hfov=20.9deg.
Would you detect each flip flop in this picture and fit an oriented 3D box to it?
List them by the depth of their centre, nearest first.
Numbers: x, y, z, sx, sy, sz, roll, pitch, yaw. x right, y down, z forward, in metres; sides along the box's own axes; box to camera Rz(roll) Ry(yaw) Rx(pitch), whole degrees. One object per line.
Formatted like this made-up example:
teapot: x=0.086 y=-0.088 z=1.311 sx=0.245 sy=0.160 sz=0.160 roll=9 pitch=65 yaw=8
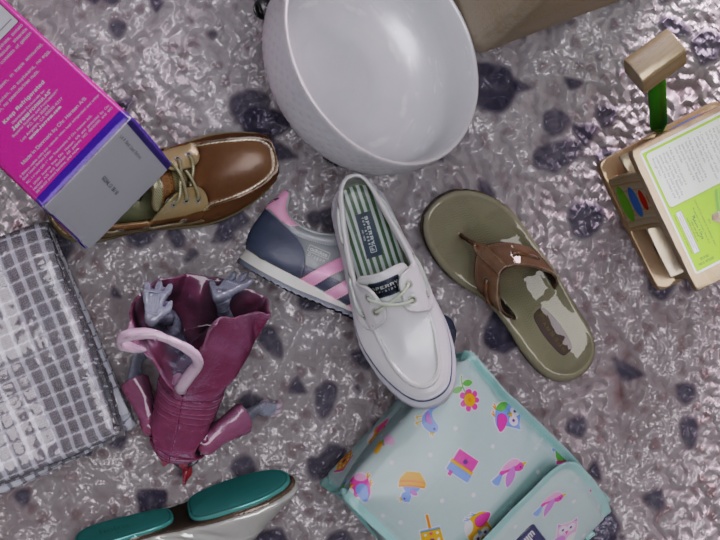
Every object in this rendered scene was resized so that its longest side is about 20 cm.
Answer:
flip flop: x=0.132 y=0.012 z=1.679 sx=0.081 sy=0.058 sz=0.201 roll=-38 pitch=94 yaw=-6

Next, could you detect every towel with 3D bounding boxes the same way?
towel: x=-0.295 y=0.078 z=1.614 sx=0.164 sy=0.086 sz=0.201 roll=-22 pitch=92 yaw=-6

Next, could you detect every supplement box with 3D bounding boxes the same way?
supplement box: x=-0.264 y=-0.128 z=1.573 sx=0.103 sy=0.101 sz=0.200 roll=-45 pitch=66 yaw=-4

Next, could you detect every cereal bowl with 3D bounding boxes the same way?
cereal bowl: x=-0.002 y=-0.170 z=1.625 sx=0.199 sy=0.083 sz=0.202 roll=12 pitch=69 yaw=-34

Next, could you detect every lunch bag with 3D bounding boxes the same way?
lunch bag: x=0.095 y=0.192 z=1.642 sx=0.170 sy=0.122 sz=0.200 roll=-46 pitch=98 yaw=-10

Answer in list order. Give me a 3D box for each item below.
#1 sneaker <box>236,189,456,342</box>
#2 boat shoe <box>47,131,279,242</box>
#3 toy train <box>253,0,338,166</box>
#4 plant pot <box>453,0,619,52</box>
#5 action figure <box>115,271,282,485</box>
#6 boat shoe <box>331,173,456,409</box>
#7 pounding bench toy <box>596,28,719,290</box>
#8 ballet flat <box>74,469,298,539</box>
sneaker: x=0.000 y=0.000 z=1.657 sx=0.199 sy=0.070 sz=0.083 roll=24 pitch=89 yaw=-8
boat shoe: x=-0.164 y=-0.066 z=1.636 sx=0.198 sy=0.074 sz=0.076 roll=-18 pitch=92 yaw=-6
toy train: x=-0.047 y=-0.186 z=1.671 sx=0.046 sy=0.034 sz=0.201 roll=-26 pitch=93 yaw=-17
plant pot: x=0.174 y=-0.318 z=1.611 sx=0.199 sy=0.177 sz=0.201 roll=-22 pitch=93 yaw=-18
action figure: x=-0.134 y=0.102 z=1.602 sx=0.133 sy=0.149 sz=0.201 roll=12 pitch=120 yaw=2
boat shoe: x=0.019 y=0.016 z=1.586 sx=0.073 sy=0.067 sz=0.201 roll=-25 pitch=73 yaw=-1
pounding bench toy: x=0.274 y=-0.099 z=1.647 sx=0.123 sy=0.156 sz=0.201 roll=-27 pitch=93 yaw=-5
ballet flat: x=-0.142 y=0.224 z=1.648 sx=0.198 sy=0.069 sz=0.070 roll=-18 pitch=92 yaw=-2
